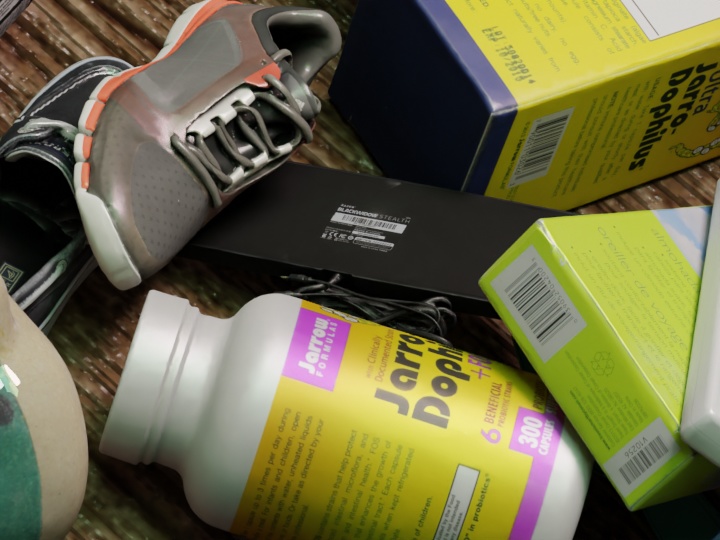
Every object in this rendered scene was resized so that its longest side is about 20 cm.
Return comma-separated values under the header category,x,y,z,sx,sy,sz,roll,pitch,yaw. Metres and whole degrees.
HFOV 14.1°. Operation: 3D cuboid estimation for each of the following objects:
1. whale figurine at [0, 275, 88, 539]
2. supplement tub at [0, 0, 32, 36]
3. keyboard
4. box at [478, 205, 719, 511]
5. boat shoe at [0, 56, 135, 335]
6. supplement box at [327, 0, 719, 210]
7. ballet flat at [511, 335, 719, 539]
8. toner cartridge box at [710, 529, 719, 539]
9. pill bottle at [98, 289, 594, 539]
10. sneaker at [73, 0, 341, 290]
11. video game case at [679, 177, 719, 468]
category,x,y,z,sx,sy,sz,roll,pitch,yaw
whale figurine,-0.195,0.038,1.177,0.104,0.159,0.201,-24,83,-34
supplement tub,-0.223,-0.131,1.323,0.122,0.123,0.200,29,50,7
keyboard,0.000,0.000,1.325,0.199,0.040,0.104,11,41,21
box,0.148,0.032,1.271,0.200,0.048,0.122,-6,58,-54
boat shoe,-0.142,-0.036,1.307,0.072,0.068,0.200,26,50,4
supplement box,0.103,-0.106,1.410,0.199,0.110,0.109,-19,61,-27
ballet flat,0.140,0.082,1.311,0.063,0.069,0.200,-17,66,-43
toner cartridge box,0.236,0.117,1.271,0.095,0.043,0.200,48,34,15
pill bottle,-0.006,0.073,1.240,0.199,0.104,0.105,17,50,-3
sneaker,-0.064,-0.069,1.312,0.082,0.077,0.200,-7,34,27
video game case,0.220,0.059,1.251,0.182,0.023,0.200,36,32,-12
